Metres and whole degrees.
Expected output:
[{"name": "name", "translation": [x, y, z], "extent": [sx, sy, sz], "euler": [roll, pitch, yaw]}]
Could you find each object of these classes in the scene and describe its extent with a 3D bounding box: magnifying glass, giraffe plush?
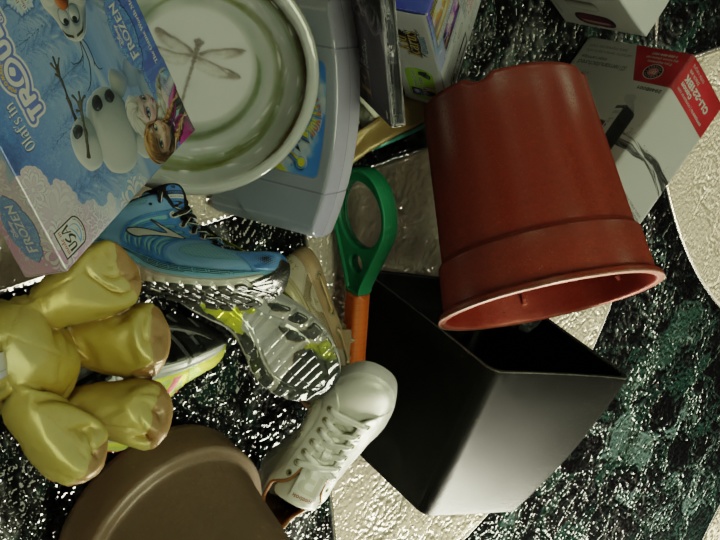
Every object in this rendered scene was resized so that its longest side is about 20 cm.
[{"name": "magnifying glass", "translation": [0.000, 0.000, 1.261], "extent": [0.022, 0.079, 0.201], "euler": [-13, 119, -37]}, {"name": "giraffe plush", "translation": [-0.259, 0.073, 0.995], "extent": [0.199, 0.162, 0.173], "euler": [0, 83, -44]}]

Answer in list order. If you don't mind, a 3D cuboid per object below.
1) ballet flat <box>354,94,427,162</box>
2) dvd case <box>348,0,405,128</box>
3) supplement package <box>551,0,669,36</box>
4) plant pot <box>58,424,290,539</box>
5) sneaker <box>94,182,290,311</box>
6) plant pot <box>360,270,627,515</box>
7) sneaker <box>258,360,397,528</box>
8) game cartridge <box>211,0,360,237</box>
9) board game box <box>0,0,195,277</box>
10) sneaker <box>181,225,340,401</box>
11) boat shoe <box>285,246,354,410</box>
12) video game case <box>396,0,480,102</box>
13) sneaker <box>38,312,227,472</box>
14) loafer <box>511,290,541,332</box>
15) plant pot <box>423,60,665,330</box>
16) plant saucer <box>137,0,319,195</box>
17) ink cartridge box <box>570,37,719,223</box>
[{"name": "ballet flat", "translation": [-0.012, -0.124, 1.212], "extent": [0.200, 0.069, 0.063], "euler": [-35, 109, -28]}, {"name": "dvd case", "translation": [-0.004, -0.215, 1.098], "extent": [0.016, 0.200, 0.149], "euler": [-11, 115, -11]}, {"name": "supplement package", "translation": [0.232, -0.353, 1.306], "extent": [0.200, 0.111, 0.156], "euler": [42, 77, -41]}, {"name": "plant pot", "translation": [-0.132, 0.260, 1.148], "extent": [0.200, 0.174, 0.201], "euler": [-27, 135, -32]}, {"name": "sneaker", "translation": [-0.146, -0.026, 1.050], "extent": [0.078, 0.199, 0.090], "euler": [42, 61, -69]}, {"name": "plant pot", "translation": [0.102, 0.128, 1.323], "extent": [0.199, 0.200, 0.178], "euler": [6, 112, -42]}, {"name": "sneaker", "translation": [-0.030, 0.167, 1.220], "extent": [0.073, 0.085, 0.200], "euler": [27, 126, -15]}, {"name": "game cartridge", "translation": [-0.062, -0.133, 1.115], "extent": [0.040, 0.133, 0.201], "euler": [-20, 119, -55]}, {"name": "board game box", "translation": [-0.211, -0.134, 0.937], "extent": [0.199, 0.043, 0.201], "euler": [-58, 133, -48]}, {"name": "sneaker", "translation": [-0.089, 0.029, 1.158], "extent": [0.074, 0.085, 0.200], "euler": [-38, 115, 9]}, {"name": "boat shoe", "translation": [-0.034, 0.070, 1.256], "extent": [0.064, 0.071, 0.201], "euler": [-41, 130, -28]}, {"name": "video game case", "translation": [0.075, -0.269, 1.161], "extent": [0.181, 0.045, 0.201], "euler": [63, 43, -72]}, {"name": "sneaker", "translation": [-0.200, 0.105, 1.132], "extent": [0.199, 0.078, 0.091], "euler": [-25, 129, -26]}, {"name": "loafer", "translation": [0.179, 0.003, 1.365], "extent": [0.071, 0.068, 0.201], "euler": [-68, 170, 20]}, {"name": "plant pot", "translation": [0.145, -0.066, 1.185], "extent": [0.200, 0.200, 0.196], "euler": [-2, 76, -40]}, {"name": "plant saucer", "translation": [-0.133, -0.160, 1.068], "extent": [0.199, 0.050, 0.201], "euler": [-2, 116, -4]}, {"name": "ink cartridge box", "translation": [0.246, -0.129, 1.376], "extent": [0.200, 0.144, 0.084], "euler": [-54, 130, -13]}]
